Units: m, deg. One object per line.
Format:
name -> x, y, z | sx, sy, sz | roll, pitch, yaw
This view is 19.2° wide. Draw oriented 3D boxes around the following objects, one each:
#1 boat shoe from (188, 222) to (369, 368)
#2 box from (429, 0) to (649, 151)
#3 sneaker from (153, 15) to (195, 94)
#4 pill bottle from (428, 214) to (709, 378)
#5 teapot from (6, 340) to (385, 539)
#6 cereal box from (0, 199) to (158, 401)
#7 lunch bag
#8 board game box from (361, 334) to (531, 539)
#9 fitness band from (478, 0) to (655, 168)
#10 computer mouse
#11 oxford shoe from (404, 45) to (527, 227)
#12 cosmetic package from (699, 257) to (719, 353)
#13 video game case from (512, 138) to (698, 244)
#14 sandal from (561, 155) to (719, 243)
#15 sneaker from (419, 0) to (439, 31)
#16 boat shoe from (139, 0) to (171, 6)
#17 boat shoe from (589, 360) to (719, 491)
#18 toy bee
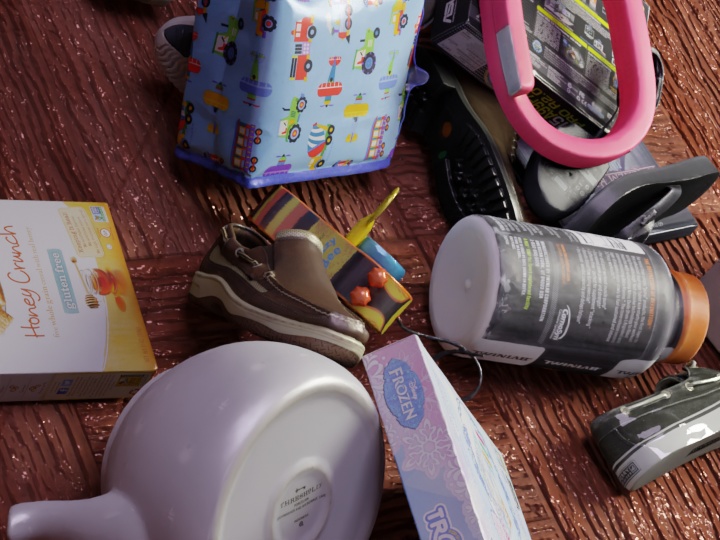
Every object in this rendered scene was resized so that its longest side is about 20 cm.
boat shoe -> -0.053, 0.007, 1.410 | 0.075, 0.075, 0.202 | 22, -1, -33
box -> 0.149, -0.200, 1.732 | 0.200, 0.044, 0.160 | 33, 50, -31
sneaker -> -0.081, -0.193, 1.647 | 0.199, 0.080, 0.130 | 2, 51, -31
pill bottle -> 0.160, 0.024, 1.589 | 0.200, 0.106, 0.106 | 9, 49, -25
teapot -> -0.087, 0.124, 1.321 | 0.200, 0.146, 0.198 | 42, 70, -51
cereal box -> -0.244, 0.018, 1.390 | 0.200, 0.040, 0.144 | 0, 54, -32
lunch bag -> -0.023, -0.147, 1.566 | 0.200, 0.151, 0.094 | -4, 20, -42
board game box -> 0.075, 0.170, 1.365 | 0.043, 0.199, 0.200 | -23, 57, 7
fitness band -> 0.161, -0.177, 1.654 | 0.143, 0.037, 0.200 | 4, 72, -33
computer mouse -> 0.183, -0.109, 1.684 | 0.059, 0.034, 0.200 | 48, 56, -11
oxford shoe -> 0.099, -0.092, 1.679 | 0.084, 0.073, 0.200 | 6, 53, -38
cosmetic package -> 0.356, -0.016, 1.676 | 0.108, 0.200, 0.085 | -23, 69, -45
video game case -> 0.177, -0.101, 1.773 | 0.143, 0.019, 0.200 | -11, 59, -38
sandal -> 0.226, -0.047, 1.688 | 0.200, 0.076, 0.043 | -21, 68, -42
sneaker -> 0.000, -0.230, 1.623 | 0.200, 0.082, 0.077 | 4, 58, -43
boat shoe -> -0.188, -0.286, 1.681 | 0.062, 0.072, 0.200 | 29, 41, -44
boat shoe -> 0.255, 0.100, 1.608 | 0.200, 0.071, 0.064 | -20, 66, -39
toy bee -> 0.000, 0.000, 1.493 | 0.200, 0.109, 0.131 | 19, 80, 13
